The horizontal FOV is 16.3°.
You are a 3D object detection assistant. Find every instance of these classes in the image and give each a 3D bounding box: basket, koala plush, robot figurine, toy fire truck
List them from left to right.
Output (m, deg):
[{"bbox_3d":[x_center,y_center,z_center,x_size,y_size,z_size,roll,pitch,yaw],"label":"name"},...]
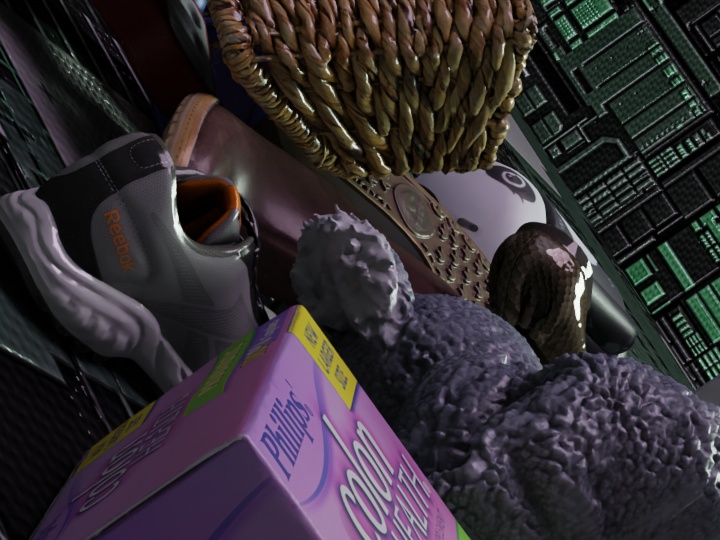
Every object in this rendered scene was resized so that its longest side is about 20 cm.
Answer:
[{"bbox_3d":[-0.127,-0.173,1.224,0.168,0.112,0.200,59,7,-26],"label":"toy fire truck"},{"bbox_3d":[-0.017,-0.142,1.200,0.143,0.149,0.200,106,-25,-57],"label":"basket"},{"bbox_3d":[0.042,0.075,0.985,0.177,0.184,0.200,49,6,-33],"label":"koala plush"},{"bbox_3d":[0.091,0.016,1.587,0.200,0.150,0.125,47,27,-39],"label":"robot figurine"}]

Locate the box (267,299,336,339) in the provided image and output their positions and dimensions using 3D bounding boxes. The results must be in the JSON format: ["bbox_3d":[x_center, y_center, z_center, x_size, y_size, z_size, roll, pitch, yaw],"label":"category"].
[{"bbox_3d":[0.037,0.091,1.254,0.121,0.032,0.200,43,-2,41],"label":"box"}]

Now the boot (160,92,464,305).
[{"bbox_3d":[-0.017,-0.010,1.129,0.166,0.072,0.200,30,4,4],"label":"boot"}]

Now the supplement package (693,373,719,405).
[{"bbox_3d":[0.235,0.156,1.581,0.156,0.200,0.111,56,8,10],"label":"supplement package"}]

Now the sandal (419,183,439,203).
[{"bbox_3d":[0.010,-0.021,1.454,0.200,0.075,0.045,-97,166,-66],"label":"sandal"}]

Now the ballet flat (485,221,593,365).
[{"bbox_3d":[0.090,0.062,1.203,0.067,0.046,0.200,19,-39,28],"label":"ballet flat"}]

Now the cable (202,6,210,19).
[{"bbox_3d":[-0.051,-0.135,1.444,0.163,0.051,0.200,26,-9,7],"label":"cable"}]

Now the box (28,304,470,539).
[{"bbox_3d":[-0.006,0.132,0.770,0.200,0.097,0.176,53,9,-6],"label":"box"}]

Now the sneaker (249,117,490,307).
[{"bbox_3d":[0.000,0.000,1.284,0.200,0.090,0.067,47,31,-22],"label":"sneaker"}]

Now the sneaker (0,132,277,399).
[{"bbox_3d":[-0.064,0.006,0.983,0.074,0.079,0.200,57,8,27],"label":"sneaker"}]

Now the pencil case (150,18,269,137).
[{"bbox_3d":[-0.044,-0.075,1.367,0.087,0.078,0.200,35,2,20],"label":"pencil case"}]
